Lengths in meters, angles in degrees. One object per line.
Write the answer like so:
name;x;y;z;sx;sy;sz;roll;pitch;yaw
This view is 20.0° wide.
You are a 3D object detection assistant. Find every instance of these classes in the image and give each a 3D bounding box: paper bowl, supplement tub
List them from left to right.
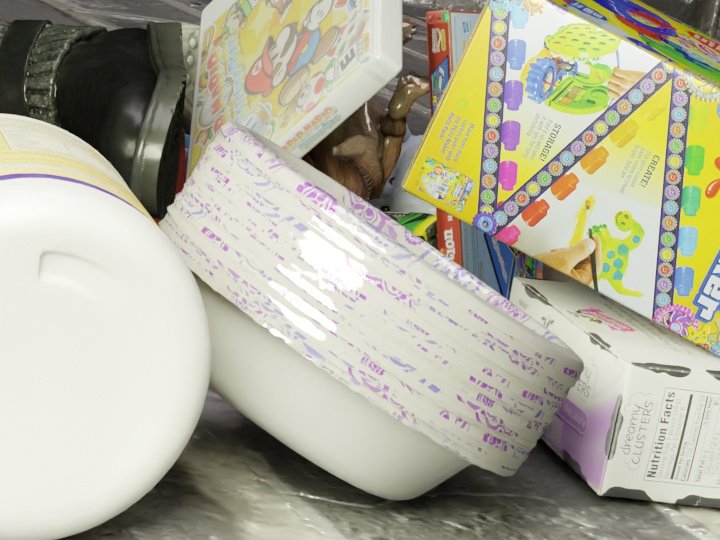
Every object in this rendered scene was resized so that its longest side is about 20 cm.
supplement tub;-0.150;0.014;0.862;0.144;0.147;0.200;6;13;-18
paper bowl;-0.006;0.028;0.930;0.200;0.105;0.201;35;3;-2

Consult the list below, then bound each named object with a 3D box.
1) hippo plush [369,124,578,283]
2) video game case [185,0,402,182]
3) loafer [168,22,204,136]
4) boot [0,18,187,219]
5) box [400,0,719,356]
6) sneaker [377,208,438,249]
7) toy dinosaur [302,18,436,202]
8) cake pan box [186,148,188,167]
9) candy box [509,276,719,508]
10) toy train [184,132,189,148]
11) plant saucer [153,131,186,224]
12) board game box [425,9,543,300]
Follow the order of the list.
hippo plush;0.088;-0.071;1.414;0.159;0.161;0.200;8;13;-12
video game case;-0.041;-0.139;1.224;0.023;0.182;0.201;30;40;-28
loafer;-0.107;-0.118;1.399;0.069;0.071;0.200;6;-14;23
boot;-0.182;-0.092;1.189;0.156;0.080;0.211;3;22;-7
box;0.149;-0.066;1.100;0.191;0.123;0.200;28;16;7
sneaker;0.000;0.000;1.262;0.199;0.079;0.085;1;-1;-43
toy dinosaur;-0.011;-0.082;1.290;0.085;0.137;0.200;9;25;-15
cake pan box;-0.139;-0.048;1.376;0.198;0.053;0.184;17;16;26
candy box;0.191;0.068;1.086;0.198;0.072;0.168;7;13;-17
toy train;-0.115;-0.155;1.534;0.114;0.202;0.085;5;13;-3
plant saucer;-0.205;-0.064;1.257;0.198;0.037;0.200;1;27;-6
board game box;0.078;-0.057;1.255;0.019;0.202;0.103;-1;4;35
